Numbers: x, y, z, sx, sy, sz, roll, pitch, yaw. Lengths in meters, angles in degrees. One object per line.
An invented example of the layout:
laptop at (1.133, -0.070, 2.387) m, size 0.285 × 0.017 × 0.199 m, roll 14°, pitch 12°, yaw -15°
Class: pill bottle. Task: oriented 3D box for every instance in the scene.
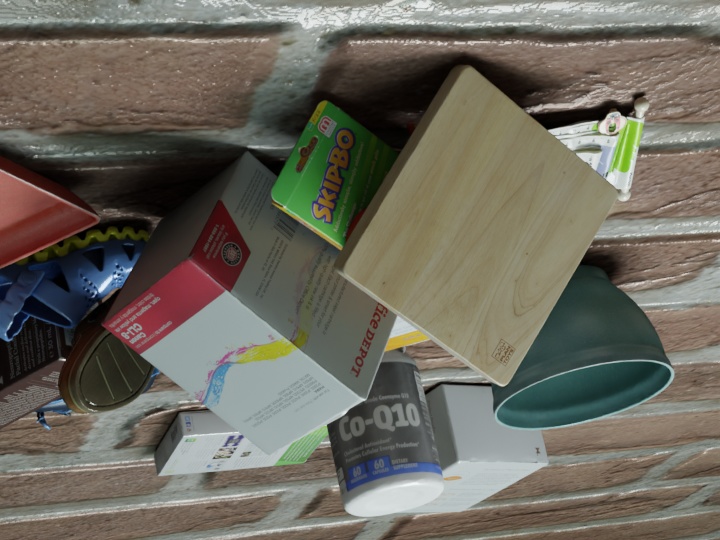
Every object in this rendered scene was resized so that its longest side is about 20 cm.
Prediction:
pill bottle at (0.017, 0.157, 1.885) m, size 0.113 × 0.201 × 0.114 m, roll -11°, pitch 158°, yaw -5°

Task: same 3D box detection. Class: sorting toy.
sorting toy at (0.089, -0.040, 1.465) m, size 0.199 × 0.200 × 0.070 m, roll 36°, pitch 172°, yaw -30°

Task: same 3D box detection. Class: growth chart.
growth chart at (0.165, -0.080, 1.570) m, size 0.199 × 0.018 × 0.145 m, roll -16°, pitch 140°, yaw -9°

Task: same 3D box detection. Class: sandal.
sandal at (-0.266, 0.015, 1.561) m, size 0.199 × 0.087 × 0.080 m, roll -9°, pitch 155°, yaw -11°

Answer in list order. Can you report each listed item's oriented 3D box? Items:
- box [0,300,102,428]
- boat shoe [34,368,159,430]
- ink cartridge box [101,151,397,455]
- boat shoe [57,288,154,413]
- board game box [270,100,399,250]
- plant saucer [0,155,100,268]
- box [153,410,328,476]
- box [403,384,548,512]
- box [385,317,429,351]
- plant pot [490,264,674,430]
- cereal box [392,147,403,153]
box at (-0.337, 0.082, 1.663) m, size 0.200 × 0.100 × 0.075 m, roll -29°, pitch 152°, yaw 32°
boat shoe at (-0.309, 0.129, 1.802) m, size 0.199 × 0.084 × 0.069 m, roll 1°, pitch 143°, yaw -23°
ink cartridge box at (-0.088, 0.033, 1.503) m, size 0.200 × 0.146 × 0.145 m, roll 40°, pitch 134°, yaw -16°
boat shoe at (-0.228, 0.072, 1.575) m, size 0.068 × 0.072 × 0.200 m, roll -10°, pitch -159°, yaw 27°
board game box at (0.008, -0.058, 1.468) m, size 0.200 × 0.096 × 0.030 m, roll 35°, pitch 171°, yaw -40°
plant saucer at (-0.352, -0.050, 1.426) m, size 0.199 × 0.037 × 0.200 m, roll -23°, pitch 153°, yaw 24°
box at (-0.144, 0.209, 2.140) m, size 0.199 × 0.036 × 0.144 m, roll -1°, pitch 155°, yaw -22°
box at (0.118, 0.233, 2.233) m, size 0.152 × 0.107 × 0.200 m, roll 5°, pitch 152°, yaw -35°
box at (0.000, 0.000, 1.593) m, size 0.119 × 0.042 × 0.200 m, roll -17°, pitch 134°, yaw 34°
plant pot at (0.229, 0.077, 1.889) m, size 0.199 × 0.135 × 0.200 m, roll -11°, pitch 158°, yaw -4°
cereal box at (0.071, -0.058, 1.618) m, size 0.199 × 0.040 × 0.144 m, roll 3°, pitch 152°, yaw -32°
